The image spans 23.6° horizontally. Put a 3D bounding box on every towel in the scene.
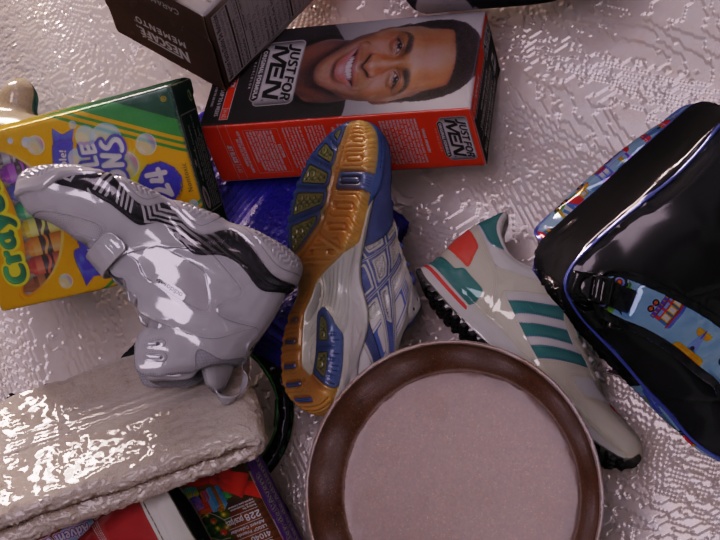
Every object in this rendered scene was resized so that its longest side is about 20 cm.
[{"bbox_3d":[-0.081,-0.026,1.255,0.199,0.050,0.148,29,75,23],"label":"towel"},{"bbox_3d":[-0.162,0.111,1.156,0.199,0.035,0.133,-18,35,0],"label":"towel"}]

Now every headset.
[{"bbox_3d":[-0.150,0.101,1.248,0.198,0.094,0.124,0,79,9],"label":"headset"}]

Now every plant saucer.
[{"bbox_3d":[0.062,0.146,1.118,0.199,0.034,0.202,-2,84,17],"label":"plant saucer"}]

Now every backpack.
[{"bbox_3d":[0.231,0.014,1.100,0.182,0.135,0.200,-43,104,-1],"label":"backpack"}]

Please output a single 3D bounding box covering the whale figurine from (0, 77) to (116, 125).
[{"bbox_3d":[-0.242,-0.066,1.303,0.199,0.104,0.160,-17,72,25],"label":"whale figurine"}]

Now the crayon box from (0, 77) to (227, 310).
[{"bbox_3d":[-0.201,-0.049,1.212,0.199,0.052,0.127,-13,100,14],"label":"crayon box"}]

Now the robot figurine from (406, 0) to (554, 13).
[{"bbox_3d":[0.091,-0.247,1.199,0.199,0.125,0.151,-3,66,18],"label":"robot figurine"}]

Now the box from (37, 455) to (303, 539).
[{"bbox_3d":[-0.141,0.208,1.219,0.199,0.039,0.138,-23,103,15],"label":"box"}]

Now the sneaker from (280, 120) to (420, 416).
[{"bbox_3d":[0.000,0.000,1.181,0.075,0.088,0.202,9,91,51],"label":"sneaker"}]

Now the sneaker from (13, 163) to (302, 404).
[{"bbox_3d":[-0.146,0.008,1.129,0.199,0.075,0.116,20,78,0],"label":"sneaker"}]

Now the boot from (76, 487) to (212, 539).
[{"bbox_3d":[-0.142,0.241,1.105,0.144,0.072,0.200,-38,48,0],"label":"boot"}]

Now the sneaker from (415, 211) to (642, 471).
[{"bbox_3d":[0.133,0.042,1.167,0.093,0.070,0.200,-43,73,-8],"label":"sneaker"}]

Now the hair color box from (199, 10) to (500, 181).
[{"bbox_3d":[-0.006,-0.124,1.232,0.198,0.061,0.102,-3,50,16],"label":"hair color box"}]

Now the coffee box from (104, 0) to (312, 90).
[{"bbox_3d":[-0.084,-0.243,1.257,0.114,0.080,0.200,30,64,26],"label":"coffee box"}]
